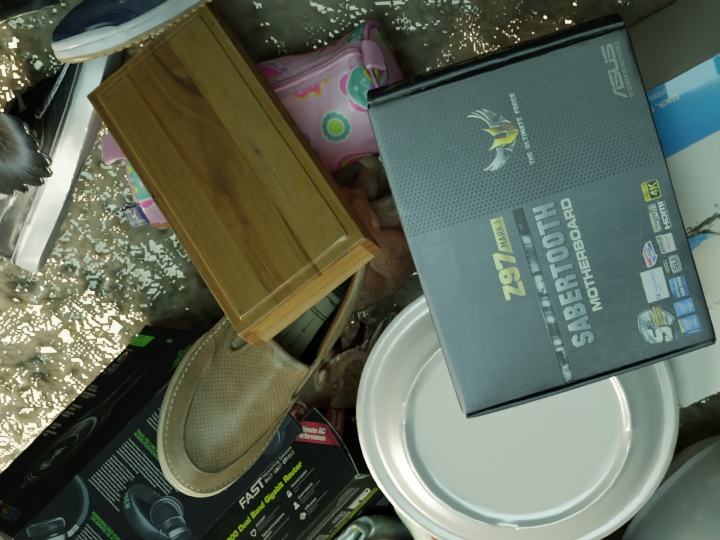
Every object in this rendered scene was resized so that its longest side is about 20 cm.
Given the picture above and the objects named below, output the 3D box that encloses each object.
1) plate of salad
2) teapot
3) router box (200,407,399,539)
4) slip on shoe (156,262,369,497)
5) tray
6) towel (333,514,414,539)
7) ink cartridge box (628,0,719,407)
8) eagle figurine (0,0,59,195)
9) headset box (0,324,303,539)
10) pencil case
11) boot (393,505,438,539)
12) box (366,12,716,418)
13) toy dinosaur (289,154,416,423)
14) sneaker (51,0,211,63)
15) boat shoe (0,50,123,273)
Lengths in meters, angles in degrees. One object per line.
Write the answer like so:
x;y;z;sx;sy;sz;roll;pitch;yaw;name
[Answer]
0.097;0.087;1.433;0.199;0.048;0.201;2;114;4;plate of salad
0.244;0.183;1.560;0.200;0.197;0.146;-44;64;1;teapot
-0.027;0.180;1.595;0.200;0.150;0.062;-48;59;25;router box
-0.057;0.054;1.448;0.076;0.061;0.200;39;83;-17;slip on shoe
-0.081;-0.062;1.439;0.098;0.037;0.200;-38;65;8;tray
0.006;0.244;1.607;0.171;0.200;0.048;-43;59;18;towel
0.217;-0.049;1.450;0.144;0.147;0.200;-27;108;19;ink cartridge box
-0.285;-0.141;1.493;0.199;0.151;0.152;8;138;-10;eagle figurine
-0.150;0.129;1.542;0.200;0.174;0.093;-45;104;-14;headset box
-0.065;-0.093;1.508;0.199;0.088;0.088;-18;111;16;pencil case
0.101;0.164;1.496;0.144;0.072;0.201;1;118;39;boot
0.105;-0.031;1.345;0.157;0.051;0.201;-16;101;5;box
0.000;0.000;1.549;0.200;0.086;0.136;-41;113;8;toy dinosaur
-0.123;-0.217;1.440;0.199;0.070;0.109;-31;109;-10;sneaker
-0.213;-0.093;1.544;0.067;0.072;0.201;23;123;-3;boat shoe
